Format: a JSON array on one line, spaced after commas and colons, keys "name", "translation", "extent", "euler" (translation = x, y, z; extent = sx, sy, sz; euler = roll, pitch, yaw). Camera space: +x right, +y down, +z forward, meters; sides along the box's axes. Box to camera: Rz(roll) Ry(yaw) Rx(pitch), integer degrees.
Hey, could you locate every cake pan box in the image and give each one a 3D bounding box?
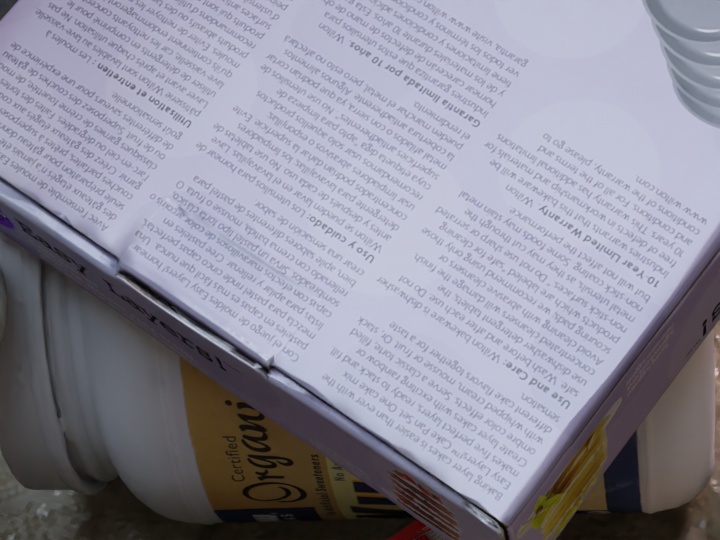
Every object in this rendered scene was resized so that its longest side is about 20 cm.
[{"name": "cake pan box", "translation": [0.012, -0.049, 0.661], "extent": [0.200, 0.052, 0.184], "euler": [32, 72, 19]}]

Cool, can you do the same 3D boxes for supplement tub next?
[{"name": "supplement tub", "translation": [0.000, 0.000, 0.748], "extent": [0.199, 0.145, 0.145], "euler": [-2, 53, 7]}]

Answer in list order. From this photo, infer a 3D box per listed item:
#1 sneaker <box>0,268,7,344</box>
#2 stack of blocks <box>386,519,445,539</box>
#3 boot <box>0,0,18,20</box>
[{"name": "sneaker", "translation": [-0.144, 0.081, 0.663], "extent": [0.072, 0.072, 0.201], "euler": [15, 81, -26]}, {"name": "stack of blocks", "translation": [-0.023, 0.167, 0.679], "extent": [0.200, 0.059, 0.115], "euler": [-33, 56, -16]}, {"name": "boot", "translation": [-0.145, -0.133, 0.773], "extent": [0.181, 0.201, 0.073], "euler": [25, 18, -7]}]
